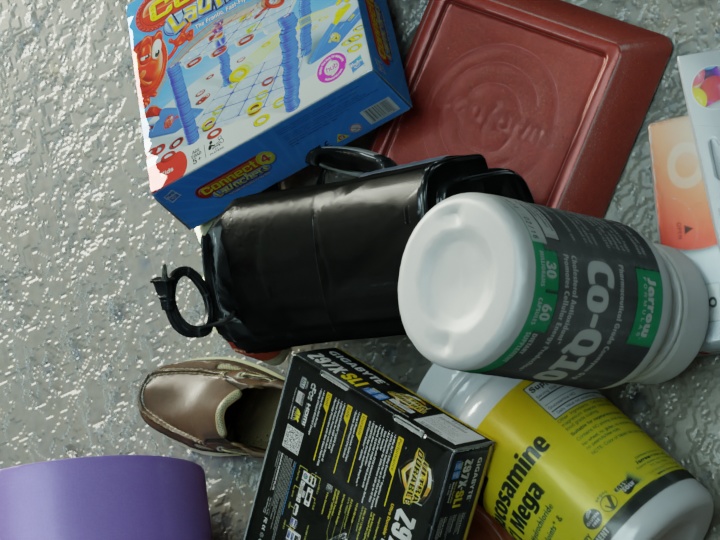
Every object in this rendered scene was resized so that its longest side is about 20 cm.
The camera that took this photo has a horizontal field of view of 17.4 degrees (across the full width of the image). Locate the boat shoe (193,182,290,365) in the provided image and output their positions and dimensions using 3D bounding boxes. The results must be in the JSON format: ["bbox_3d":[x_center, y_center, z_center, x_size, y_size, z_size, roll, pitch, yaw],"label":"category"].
[{"bbox_3d":[-0.082,-0.025,1.754,0.071,0.062,0.201,-23,55,26],"label":"boat shoe"}]

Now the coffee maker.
[{"bbox_3d":[0.000,0.000,1.616,0.199,0.192,0.135,-9,114,41],"label":"coffee maker"}]

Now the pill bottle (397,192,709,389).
[{"bbox_3d":[0.129,0.018,1.520,0.113,0.199,0.114,-9,77,45],"label":"pill bottle"}]

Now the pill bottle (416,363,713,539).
[{"bbox_3d":[0.132,0.131,1.584,0.200,0.112,0.113,42,99,28],"label":"pill bottle"}]

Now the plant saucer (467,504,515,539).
[{"bbox_3d":[0.037,0.235,1.657,0.199,0.032,0.202,-6,76,26],"label":"plant saucer"}]

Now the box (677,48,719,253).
[{"bbox_3d":[0.322,-0.086,1.545,0.199,0.041,0.157,-13,74,7],"label":"box"}]

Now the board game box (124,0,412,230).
[{"bbox_3d":[-0.073,-0.160,1.750,0.199,0.056,0.197,-28,49,19],"label":"board game box"}]

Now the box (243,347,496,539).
[{"bbox_3d":[-0.003,0.175,1.602,0.159,0.049,0.201,28,111,37],"label":"box"}]

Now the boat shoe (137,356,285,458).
[{"bbox_3d":[-0.086,0.101,1.723,0.201,0.075,0.075,7,83,28],"label":"boat shoe"}]

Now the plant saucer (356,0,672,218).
[{"bbox_3d":[0.099,-0.108,1.696,0.199,0.037,0.201,23,89,29],"label":"plant saucer"}]

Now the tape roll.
[{"bbox_3d":[-0.207,0.187,1.695,0.199,0.200,0.066,-14,73,24],"label":"tape roll"}]

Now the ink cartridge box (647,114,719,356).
[{"bbox_3d":[0.297,-0.035,1.572,0.199,0.050,0.163,-12,74,28],"label":"ink cartridge box"}]
